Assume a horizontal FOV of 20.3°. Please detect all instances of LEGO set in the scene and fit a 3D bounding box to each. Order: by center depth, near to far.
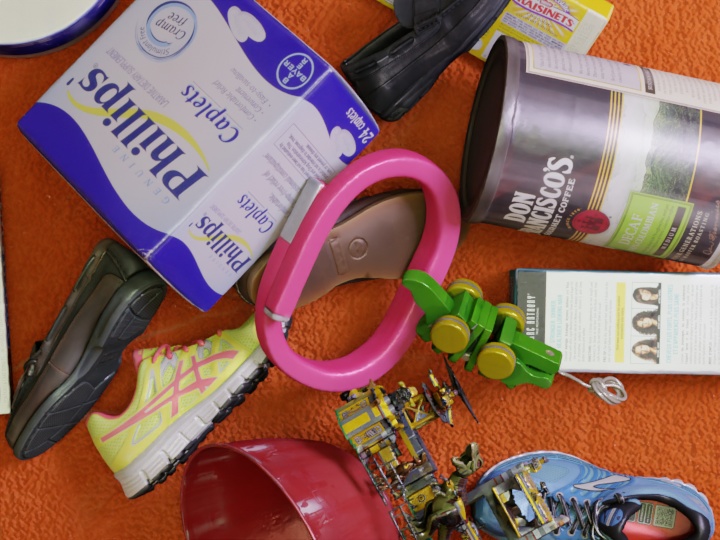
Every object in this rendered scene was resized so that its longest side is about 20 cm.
[{"bbox_3d":[0.078,0.151,1.523,0.115,0.154,0.201,-30,71,7],"label":"LEGO set"}]

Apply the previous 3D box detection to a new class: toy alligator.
[{"bbox_3d":[0.110,0.066,1.566,0.199,0.059,0.054,30,131,-7],"label":"toy alligator"}]

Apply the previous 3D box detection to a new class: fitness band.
[{"bbox_3d":[0.000,0.000,1.546,0.143,0.037,0.201,18,103,-36],"label":"fitness band"}]

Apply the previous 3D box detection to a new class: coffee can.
[{"bbox_3d":[0.190,-0.091,1.560,0.198,0.146,0.147,11,89,-6],"label":"coffee can"}]

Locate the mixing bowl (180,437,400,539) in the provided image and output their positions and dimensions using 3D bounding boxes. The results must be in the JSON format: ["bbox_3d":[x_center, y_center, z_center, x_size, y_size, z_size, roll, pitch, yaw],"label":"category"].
[{"bbox_3d":[-0.040,0.207,1.553,0.108,0.200,0.201,-24,91,-33],"label":"mixing bowl"}]

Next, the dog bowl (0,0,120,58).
[{"bbox_3d":[-0.276,-0.271,1.583,0.198,0.079,0.202,0,90,-2],"label":"dog bowl"}]

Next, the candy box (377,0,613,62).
[{"bbox_3d":[0.091,-0.220,1.592,0.199,0.102,0.026,30,47,-2],"label":"candy box"}]

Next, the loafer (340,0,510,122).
[{"bbox_3d":[0.057,-0.195,1.557,0.070,0.068,0.200,40,129,-9],"label":"loafer"}]

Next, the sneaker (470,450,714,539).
[{"bbox_3d":[0.187,0.188,1.594,0.198,0.090,0.079,4,90,0],"label":"sneaker"}]

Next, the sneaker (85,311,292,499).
[{"bbox_3d":[-0.137,0.083,1.591,0.200,0.078,0.090,-44,83,-5],"label":"sneaker"}]

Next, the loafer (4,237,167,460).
[{"bbox_3d":[-0.224,0.061,1.578,0.063,0.072,0.200,46,114,18],"label":"loafer"}]

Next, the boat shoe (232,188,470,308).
[{"bbox_3d":[-0.012,-0.024,1.594,0.199,0.070,0.071,-15,112,-22],"label":"boat shoe"}]

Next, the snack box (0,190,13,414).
[{"bbox_3d":[-0.319,0.016,1.607,0.071,0.024,0.202,-4,90,-3],"label":"snack box"}]

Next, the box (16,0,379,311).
[{"bbox_3d":[-0.125,-0.109,1.538,0.200,0.105,0.184,-46,59,-1],"label":"box"}]

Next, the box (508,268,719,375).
[{"bbox_3d":[0.219,0.041,1.616,0.198,0.049,0.083,2,90,-2],"label":"box"}]
